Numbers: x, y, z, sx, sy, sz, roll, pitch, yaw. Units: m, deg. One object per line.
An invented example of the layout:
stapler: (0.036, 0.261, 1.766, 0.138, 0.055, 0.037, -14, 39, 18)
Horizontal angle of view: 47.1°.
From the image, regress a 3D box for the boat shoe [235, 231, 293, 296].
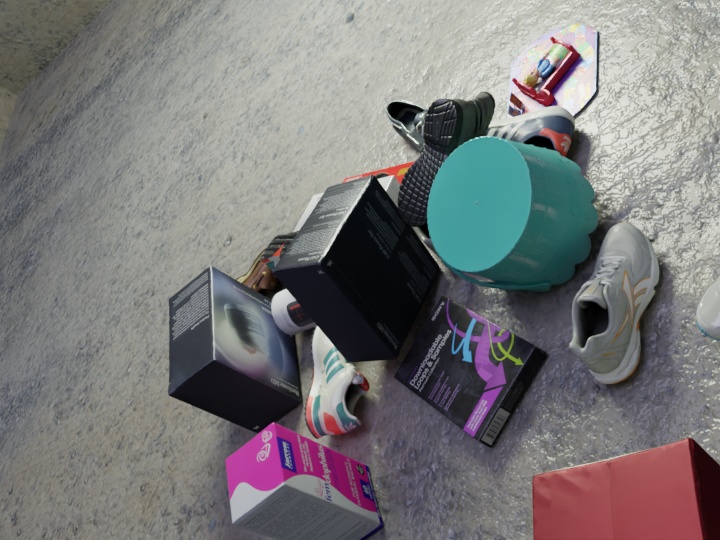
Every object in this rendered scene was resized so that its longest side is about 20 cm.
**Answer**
boat shoe: (-0.173, 0.013, 1.550, 0.200, 0.072, 0.068, -45, 72, 3)

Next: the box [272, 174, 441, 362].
box: (0.000, 0.000, 1.213, 0.103, 0.201, 0.183, -10, 38, 42)

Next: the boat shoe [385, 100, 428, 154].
boat shoe: (0.106, -0.240, 1.408, 0.073, 0.062, 0.200, -50, 39, 5)

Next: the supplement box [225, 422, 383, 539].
supplement box: (-0.076, 0.304, 1.124, 0.103, 0.199, 0.102, -40, 41, 21)

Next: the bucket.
bucket: (0.195, -0.076, 1.100, 0.206, 0.134, 0.210, -12, 73, 47)

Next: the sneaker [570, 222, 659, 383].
sneaker: (0.297, 0.025, 0.982, 0.075, 0.092, 0.202, -9, 58, 44)

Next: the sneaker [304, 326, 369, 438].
sneaker: (-0.027, 0.160, 1.279, 0.092, 0.070, 0.202, -9, 54, 22)

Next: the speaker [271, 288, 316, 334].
speaker: (-0.055, 0.043, 1.379, 0.199, 0.081, 0.082, -23, 50, 36)

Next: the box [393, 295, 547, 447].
box: (0.144, 0.132, 1.135, 0.200, 0.036, 0.144, 29, 88, 54)

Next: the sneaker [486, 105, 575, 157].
sneaker: (0.222, -0.175, 1.228, 0.199, 0.075, 0.085, -16, 52, 42)

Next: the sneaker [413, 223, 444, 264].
sneaker: (0.110, -0.093, 1.281, 0.076, 0.092, 0.201, -44, 39, 17)

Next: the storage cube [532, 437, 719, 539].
storage cube: (0.274, 0.288, 0.761, 0.170, 0.200, 0.181, -25, 41, 35)

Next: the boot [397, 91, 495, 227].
boot: (0.134, -0.159, 1.200, 0.067, 0.130, 0.202, 34, 120, 28)

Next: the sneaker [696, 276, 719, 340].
sneaker: (0.433, -0.009, 0.878, 0.200, 0.080, 0.077, -47, 41, 16)

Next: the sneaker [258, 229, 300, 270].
sneaker: (-0.101, -0.013, 1.432, 0.071, 0.093, 0.199, -55, 23, -17)

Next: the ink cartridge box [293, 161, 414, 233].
ink cartridge box: (-0.005, -0.129, 1.429, 0.199, 0.045, 0.177, -9, 44, 43)

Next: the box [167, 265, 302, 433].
box: (-0.211, 0.135, 1.391, 0.123, 0.199, 0.200, -35, 44, 25)

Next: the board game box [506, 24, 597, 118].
board game box: (0.285, -0.306, 1.275, 0.157, 0.039, 0.202, -16, 54, 41)
